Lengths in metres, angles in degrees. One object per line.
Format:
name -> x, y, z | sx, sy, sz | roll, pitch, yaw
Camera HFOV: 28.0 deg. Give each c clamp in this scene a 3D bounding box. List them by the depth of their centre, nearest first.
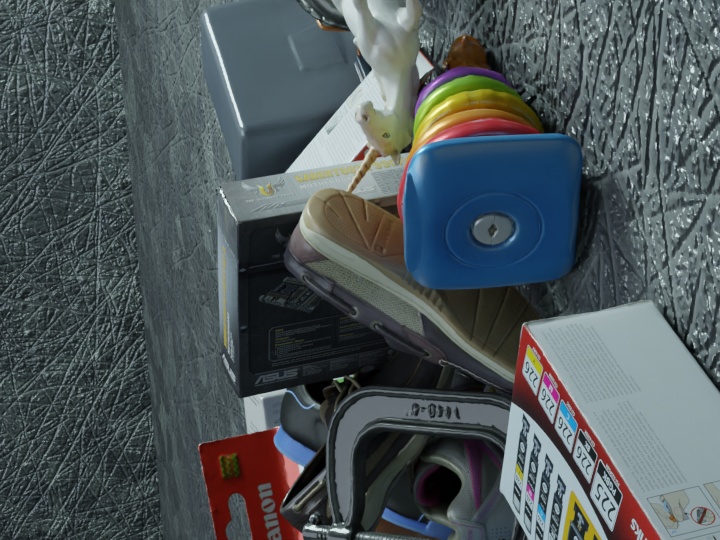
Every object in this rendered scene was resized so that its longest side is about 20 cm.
c clamp -> 0.041, 0.161, 0.959 | 0.199, 0.027, 0.172 | -6, 84, 35

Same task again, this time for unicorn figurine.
unicorn figurine -> 0.006, -0.167, 0.959 | 0.138, 0.073, 0.201 | 76, -172, -49

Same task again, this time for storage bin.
storage bin -> -0.058, -0.164, 1.257 | 0.146, 0.134, 0.201 | 96, 158, -53

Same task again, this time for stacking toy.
stacking toy -> 0.074, -0.091, 0.934 | 0.201, 0.109, 0.117 | -94, 1, -47

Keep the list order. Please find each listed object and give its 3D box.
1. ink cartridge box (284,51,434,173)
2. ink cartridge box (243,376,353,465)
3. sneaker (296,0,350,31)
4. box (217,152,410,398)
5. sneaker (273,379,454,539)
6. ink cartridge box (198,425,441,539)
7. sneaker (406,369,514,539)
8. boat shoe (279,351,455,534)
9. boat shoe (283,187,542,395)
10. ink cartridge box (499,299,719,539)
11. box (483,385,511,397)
ink cartridge box -> -0.003, -0.084, 1.137 | 0.200, 0.050, 0.109 | -48, 23, 11
ink cartridge box -> -0.021, 0.185, 1.312 | 0.084, 0.145, 0.201 | -147, 49, -68
sneaker -> -0.023, -0.287, 1.199 | 0.201, 0.076, 0.091 | 70, 152, 25
box -> 0.000, 0.000, 1.022 | 0.048, 0.199, 0.159 | -121, 25, -48
sneaker -> 0.021, 0.142, 1.148 | 0.199, 0.070, 0.078 | 24, 113, 20
ink cartridge box -> -0.023, 0.201, 1.218 | 0.050, 0.199, 0.163 | 152, 107, -70
sneaker -> 0.071, 0.131, 1.049 | 0.200, 0.088, 0.082 | -124, 29, -58
boat shoe -> 0.005, 0.111, 1.025 | 0.201, 0.073, 0.075 | -63, 9, 8
boat shoe -> 0.040, 0.023, 0.945 | 0.065, 0.199, 0.072 | -52, 9, 42
ink cartridge box -> 0.152, 0.149, 0.772 | 0.200, 0.083, 0.176 | -118, 24, -49
box -> 0.131, 0.147, 0.932 | 0.042, 0.038, 0.201 | 103, 154, -53
